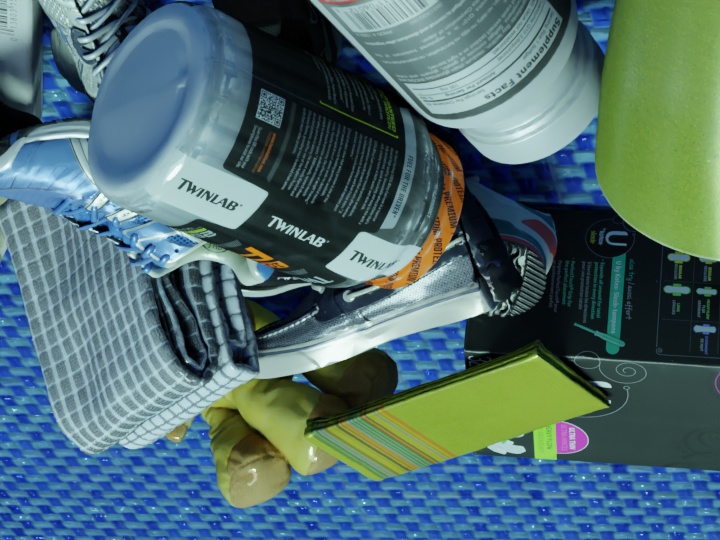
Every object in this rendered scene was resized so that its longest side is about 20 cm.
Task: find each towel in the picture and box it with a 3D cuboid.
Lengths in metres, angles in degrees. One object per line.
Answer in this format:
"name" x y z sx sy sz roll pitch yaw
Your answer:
"towel" -0.157 0.006 1.439 0.085 0.200 0.166 -6 162 -36
"towel" 0.063 0.097 1.468 0.200 0.018 0.086 -22 141 34

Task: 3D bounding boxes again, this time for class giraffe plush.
"giraffe plush" -0.094 0.046 1.566 0.200 0.173 0.162 26 157 48

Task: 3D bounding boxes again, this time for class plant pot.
"plant pot" 0.212 -0.140 1.165 0.187 0.187 0.200 1 132 13

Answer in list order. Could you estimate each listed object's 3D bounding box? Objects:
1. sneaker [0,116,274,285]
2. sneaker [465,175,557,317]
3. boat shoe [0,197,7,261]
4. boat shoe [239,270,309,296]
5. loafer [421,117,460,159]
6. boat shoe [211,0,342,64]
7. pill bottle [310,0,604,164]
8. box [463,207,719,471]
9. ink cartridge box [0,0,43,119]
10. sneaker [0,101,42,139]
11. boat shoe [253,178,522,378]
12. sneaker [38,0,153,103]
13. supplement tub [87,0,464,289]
"sneaker" -0.135 -0.042 1.327 0.200 0.077 0.076 8 160 -16
"sneaker" 0.036 -0.029 1.442 0.199 0.093 0.070 13 120 14
"boat shoe" -0.306 -0.043 1.479 0.072 0.065 0.200 7 167 30
"boat shoe" -0.032 -0.020 1.487 0.200 0.074 0.060 8 148 -5
"loafer" -0.033 -0.092 1.376 0.200 0.068 0.070 15 157 -3
"boat shoe" -0.056 -0.165 1.258 0.075 0.075 0.202 -5 146 20
"pill bottle" 0.051 -0.151 1.217 0.116 0.116 0.200 -13 142 31
"box" 0.178 0.048 1.495 0.200 0.124 0.149 3 147 8
"ink cartridge box" -0.289 -0.154 1.363 0.176 0.045 0.200 10 148 -3
"sneaker" -0.274 -0.115 1.332 0.079 0.076 0.200 -24 145 19
"boat shoe" 0.000 0.000 1.380 0.200 0.075 0.093 -19 98 24
"sneaker" -0.145 -0.149 1.279 0.077 0.085 0.200 -34 153 -8
"supplement tub" -0.044 -0.064 1.239 0.200 0.123 0.122 22 147 -35
